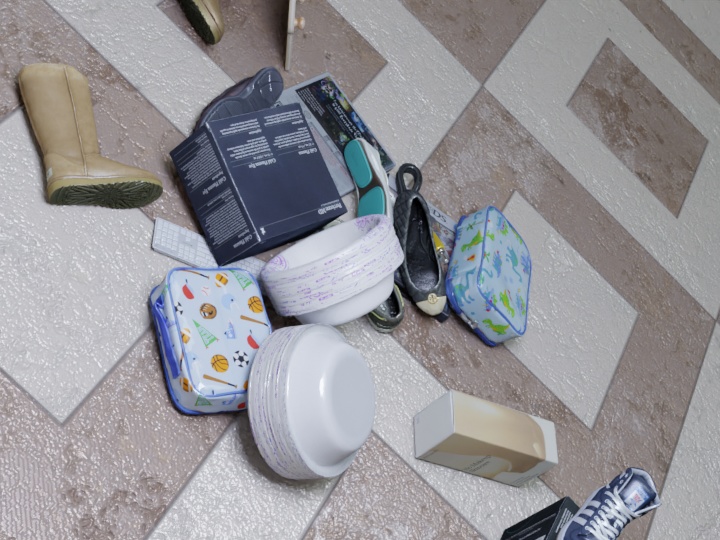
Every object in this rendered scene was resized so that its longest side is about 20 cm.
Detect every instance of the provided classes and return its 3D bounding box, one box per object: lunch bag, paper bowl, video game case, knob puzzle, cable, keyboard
[{"bbox_3d":[-0.199,0.088,1.546,0.158,0.075,0.203,-2,64,-37],"label":"lunch bag"},{"bbox_3d":[-0.033,0.009,1.628,0.200,0.199,0.106,-36,109,-46],"label":"paper bowl"},{"bbox_3d":[-0.052,0.171,1.528,0.200,0.103,0.204,24,61,-55],"label":"paper bowl"},{"bbox_3d":[0.216,0.012,1.907,0.161,0.082,0.202,44,42,-32],"label":"lunch bag"},{"bbox_3d":[0.089,-0.040,1.897,0.180,0.025,0.202,34,46,-16],"label":"video game case"},{"bbox_3d":[-0.102,-0.464,1.912,0.030,0.221,0.222,4,55,-4],"label":"knob puzzle"},{"bbox_3d":[-0.054,-0.221,1.909,0.181,0.023,0.201,-32,83,-46],"label":"video game case"},{"bbox_3d":[0.076,-0.089,1.889,0.096,0.051,0.202,-2,50,-20],"label":"cable"},{"bbox_3d":[-0.206,-0.018,1.656,0.198,0.011,0.057,24,49,-25],"label":"keyboard"}]

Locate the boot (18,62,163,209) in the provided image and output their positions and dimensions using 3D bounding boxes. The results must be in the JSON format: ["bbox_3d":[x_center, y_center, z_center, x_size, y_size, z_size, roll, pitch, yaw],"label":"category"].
[{"bbox_3d":[-0.371,-0.189,1.602,0.173,0.066,0.203,2,60,-38],"label":"boot"}]

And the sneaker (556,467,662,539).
[{"bbox_3d":[0.337,0.338,1.562,0.070,0.108,0.200,48,39,1],"label":"sneaker"}]

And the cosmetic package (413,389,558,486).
[{"bbox_3d":[0.186,0.252,1.722,0.198,0.105,0.072,19,51,-26],"label":"cosmetic package"}]

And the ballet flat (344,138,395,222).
[{"bbox_3d":[0.027,-0.122,1.848,0.069,0.069,0.203,7,55,-35],"label":"ballet flat"}]

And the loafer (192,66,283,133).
[{"bbox_3d":[-0.196,-0.247,1.795,0.200,0.062,0.073,-47,123,-37],"label":"loafer"}]

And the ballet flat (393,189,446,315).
[{"bbox_3d":[0.090,-0.026,1.797,0.065,0.057,0.203,-16,100,-6],"label":"ballet flat"}]

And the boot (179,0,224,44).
[{"bbox_3d":[-0.201,-0.479,1.864,0.198,0.066,0.177,-30,82,-17],"label":"boot"}]

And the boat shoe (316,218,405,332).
[{"bbox_3d":[0.002,-0.002,1.763,0.072,0.060,0.203,-31,83,-16],"label":"boat shoe"}]

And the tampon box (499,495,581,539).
[{"bbox_3d":[0.293,0.453,1.636,0.200,0.150,0.126,46,42,-3],"label":"tampon box"}]

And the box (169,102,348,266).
[{"bbox_3d":[-0.146,-0.127,1.687,0.199,0.104,0.184,-20,84,-48],"label":"box"}]
